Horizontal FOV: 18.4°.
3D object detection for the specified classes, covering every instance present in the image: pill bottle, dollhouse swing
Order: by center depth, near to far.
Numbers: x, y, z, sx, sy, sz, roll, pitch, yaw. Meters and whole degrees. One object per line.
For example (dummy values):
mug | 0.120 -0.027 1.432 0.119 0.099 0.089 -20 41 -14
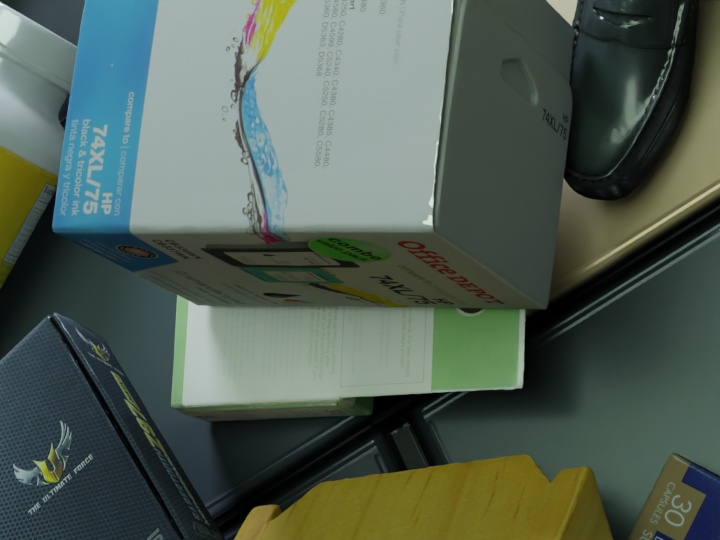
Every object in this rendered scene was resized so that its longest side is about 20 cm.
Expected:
dollhouse swing | 0.037 0.219 1.044 0.199 0.176 0.182 -12 32 35
pill bottle | -0.230 -0.050 1.231 0.112 0.112 0.201 29 90 29

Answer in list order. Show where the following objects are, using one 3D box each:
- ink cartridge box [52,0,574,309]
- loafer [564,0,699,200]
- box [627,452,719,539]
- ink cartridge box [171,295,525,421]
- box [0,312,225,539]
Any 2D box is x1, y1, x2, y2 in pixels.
ink cartridge box | -0.018 -0.068 1.060 0.198 0.147 0.147 0 75 27
loafer | 0.135 -0.136 1.099 0.068 0.070 0.202 13 82 29
box | 0.200 0.180 1.003 0.199 0.032 0.122 26 88 29
ink cartridge box | 0.000 0.000 1.142 0.198 0.048 0.147 -4 75 24
box | -0.173 0.144 1.082 0.200 0.051 0.158 -42 55 9
